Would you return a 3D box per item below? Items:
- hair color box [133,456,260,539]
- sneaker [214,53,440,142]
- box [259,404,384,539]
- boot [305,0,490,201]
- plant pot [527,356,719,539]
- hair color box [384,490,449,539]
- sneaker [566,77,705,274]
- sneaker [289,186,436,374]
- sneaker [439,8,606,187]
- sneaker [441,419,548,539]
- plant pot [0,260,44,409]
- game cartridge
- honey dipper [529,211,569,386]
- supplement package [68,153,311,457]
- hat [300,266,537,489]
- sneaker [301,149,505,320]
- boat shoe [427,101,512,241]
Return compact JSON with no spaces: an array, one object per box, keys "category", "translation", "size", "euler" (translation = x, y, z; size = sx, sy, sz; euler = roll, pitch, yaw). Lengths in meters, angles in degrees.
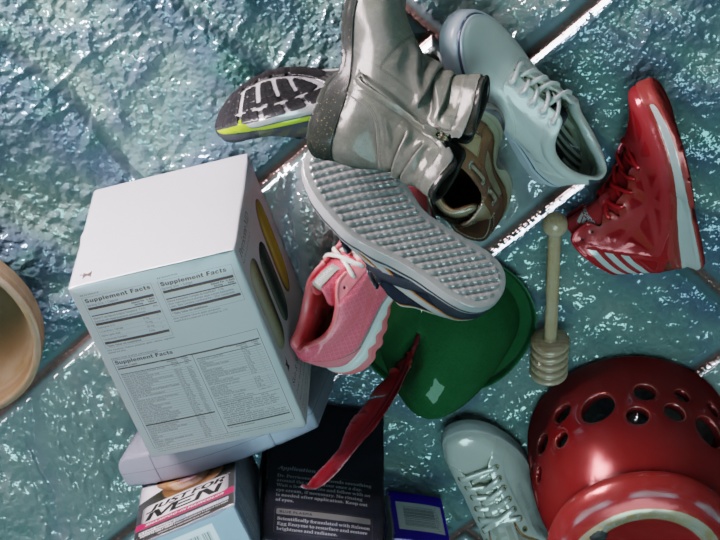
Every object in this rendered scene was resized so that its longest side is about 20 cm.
[{"category":"hair color box","translation":[-0.148,0.217,1.564],"size":[0.099,0.200,0.061],"euler":[-23,105,3]},{"category":"sneaker","translation":[-0.024,-0.127,1.439],"size":[0.200,0.074,0.081],"euler":[-6,130,9]},{"category":"box","translation":[-0.048,0.265,1.649],"size":[0.117,0.200,0.197],"euler":[8,126,-5]},{"category":"boot","translation":[0.047,-0.162,1.345],"size":[0.131,0.068,0.200],"euler":[17,91,20]},{"category":"plant pot","translation":[0.263,0.210,1.612],"size":[0.200,0.183,0.201],"euler":[1,124,1]},{"category":"hair color box","translation":[0.039,0.338,1.724],"size":[0.065,0.109,0.200],"euler":[8,107,-5]},{"category":"sneaker","translation":[0.227,-0.068,1.470],"size":[0.115,0.078,0.200],"euler":[-13,124,10]},{"category":"sneaker","translation":[0.000,0.000,1.484],"size":[0.087,0.074,0.200],"euler":[8,108,-51]},{"category":"sneaker","translation":[0.142,-0.144,1.408],"size":[0.071,0.073,0.200],"euler":[5,150,47]},{"category":"sneaker","translation":[0.144,0.234,1.693],"size":[0.073,0.085,0.200],"euler":[-23,121,20]},{"category":"plant pot","translation":[-0.385,0.034,1.555],"size":[0.201,0.093,0.201],"euler":[1,128,1]},{"category":"game cartridge","translation":[-0.127,0.142,1.602],"size":[0.200,0.133,0.042],"euler":[-19,102,15]},{"category":"honey dipper","translation":[0.176,0.026,1.550],"size":[0.038,0.038,0.200],"euler":[0,134,2]},{"category":"supplement package","translation":[-0.143,0.032,1.508],"size":[0.151,0.152,0.200],"euler":[-13,125,11]},{"category":"hat","translation":[0.072,0.110,1.543],"size":[0.166,0.176,0.200],"euler":[28,123,-18]},{"category":"sneaker","translation":[0.026,-0.025,1.425],"size":[0.200,0.078,0.079],"euler":[41,158,3]},{"category":"boat shoe","translation":[0.082,-0.074,1.436],"size":[0.076,0.072,0.200],"euler":[16,156,18]}]
